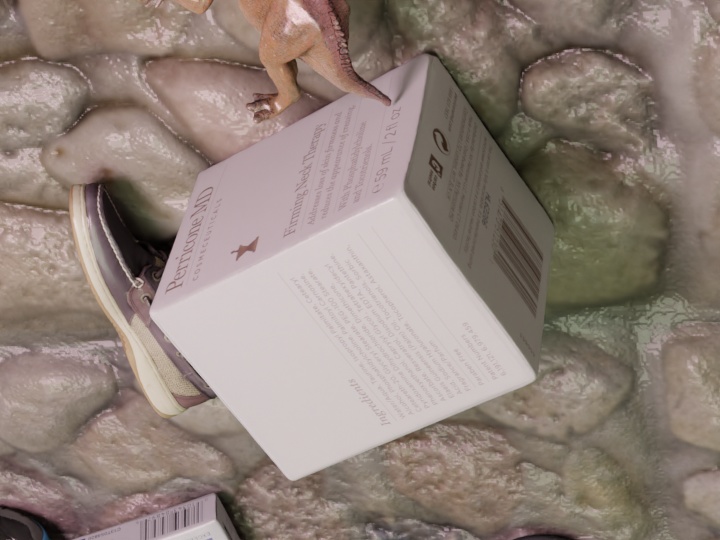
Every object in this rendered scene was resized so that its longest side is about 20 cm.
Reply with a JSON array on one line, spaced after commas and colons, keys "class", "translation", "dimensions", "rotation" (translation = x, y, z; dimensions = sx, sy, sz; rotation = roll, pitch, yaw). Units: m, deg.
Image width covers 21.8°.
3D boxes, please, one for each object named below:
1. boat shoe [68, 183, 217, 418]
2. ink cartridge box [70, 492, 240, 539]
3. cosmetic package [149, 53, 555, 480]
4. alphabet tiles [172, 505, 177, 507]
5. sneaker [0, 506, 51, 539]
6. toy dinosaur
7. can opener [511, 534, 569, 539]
[{"class": "boat shoe", "translation": [-0.149, 0.017, 1.343], "dimensions": [0.064, 0.072, 0.201], "rotation": [-17, 120, 8]}, {"class": "ink cartridge box", "translation": [-0.171, 0.293, 1.537], "dimensions": [0.198, 0.041, 0.201], "rotation": [-19, 123, 8]}, {"class": "cosmetic package", "translation": [0.000, 0.000, 1.233], "dimensions": [0.199, 0.168, 0.167], "rotation": [-25, 119, 26]}, {"class": "alphabet tiles", "translation": [-0.134, 0.281, 1.576], "dimensions": [0.166, 0.008, 0.200], "rotation": [-24, 119, 26]}, {"class": "sneaker", "translation": [-0.348, 0.251, 1.548], "dimensions": [0.198, 0.082, 0.074], "rotation": [-11, 122, 17]}, {"class": "toy dinosaur", "translation": [-0.047, -0.176, 1.136], "dimensions": [0.200, 0.086, 0.135], "rotation": [49, 139, -3]}, {"class": "can opener", "translation": [0.080, 0.248, 1.493], "dimensions": [0.198, 0.053, 0.068], "rotation": [-8, 93, 17]}]
